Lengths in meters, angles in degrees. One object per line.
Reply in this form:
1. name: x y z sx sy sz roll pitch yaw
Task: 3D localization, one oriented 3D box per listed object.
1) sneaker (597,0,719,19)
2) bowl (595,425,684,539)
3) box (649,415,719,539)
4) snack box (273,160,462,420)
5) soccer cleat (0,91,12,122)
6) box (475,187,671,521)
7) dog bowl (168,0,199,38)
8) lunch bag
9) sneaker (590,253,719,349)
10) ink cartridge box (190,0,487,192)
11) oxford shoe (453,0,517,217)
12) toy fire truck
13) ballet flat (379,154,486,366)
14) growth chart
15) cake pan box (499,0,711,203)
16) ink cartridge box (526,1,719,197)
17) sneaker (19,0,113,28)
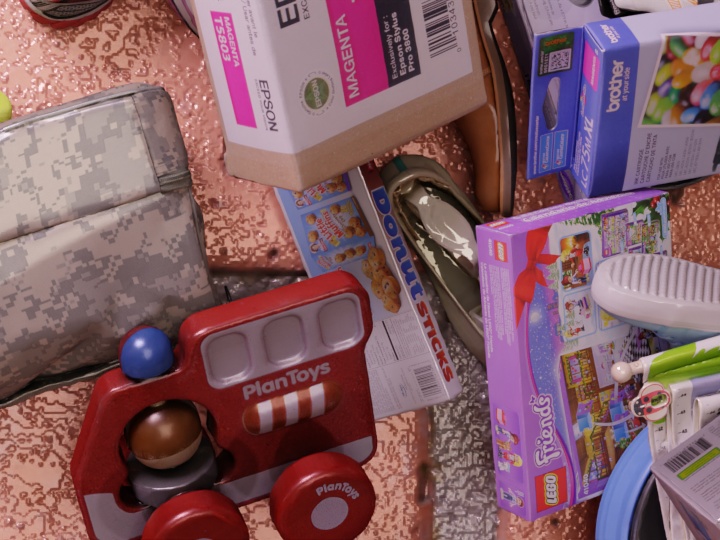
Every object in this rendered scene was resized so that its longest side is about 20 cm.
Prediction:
1. sneaker: 0.175 -0.218 1.044 0.080 0.074 0.200 -44 97 -7
2. bowl: 0.261 0.182 1.069 0.201 0.039 0.201 0 91 -11
3. box: 0.289 0.180 0.981 0.112 0.101 0.200 -35 108 -3
4. snack box: 0.000 0.000 1.059 0.024 0.072 0.200 -28 98 -55
5. soccer cleat: -0.324 -0.093 1.005 0.200 0.065 0.084 0 120 -16
6. box: 0.149 0.053 1.062 0.137 0.039 0.200 -15 108 -30
7. dog bowl: -0.047 -0.219 1.011 0.200 0.074 0.200 -12 108 -38
8. lunch bag: -0.191 -0.010 0.982 0.200 0.139 0.168 -18 94 -10
9. sneaker: 0.231 0.045 1.049 0.200 0.074 0.082 10 114 -26
10. ink cartridge box: -0.017 -0.169 0.952 0.165 0.075 0.200 -29 120 -33
11. oxford shoe: 0.068 -0.131 1.081 0.071 0.071 0.200 -11 86 6
12. toy fire truck: -0.084 0.093 0.986 0.200 0.112 0.168 -15 122 -12
13. ballet flat: 0.082 0.005 1.077 0.069 0.069 0.200 -41 98 -9
14. growth chart: 0.250 0.126 1.023 0.145 0.018 0.200 -20 106 -8
15. cake pan box: 0.206 -0.155 1.111 0.184 0.052 0.200 -20 94 -9
16. ink cartridge box: 0.210 -0.114 1.038 0.200 0.042 0.119 -9 131 -10
17. sneaker: -0.137 -0.234 1.023 0.078 0.082 0.200 45 81 -8
